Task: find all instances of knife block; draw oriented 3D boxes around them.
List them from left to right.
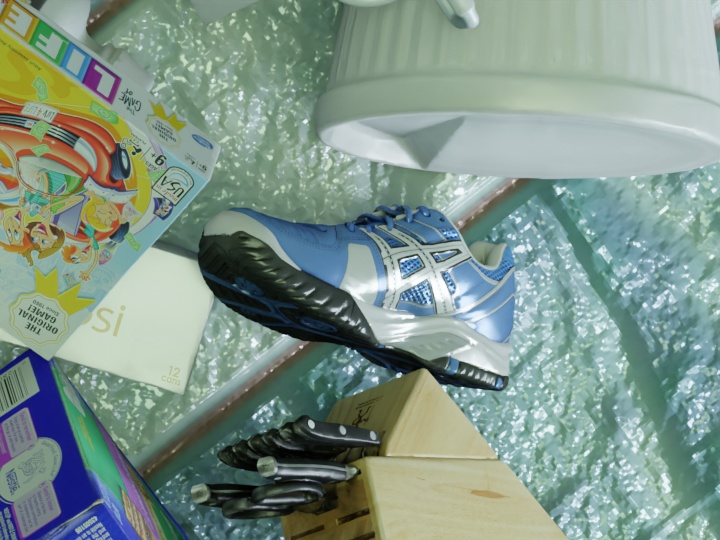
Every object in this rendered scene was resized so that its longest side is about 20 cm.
[{"bbox_3d":[0.010,0.143,1.404,0.064,0.176,0.200,-22,117,38],"label":"knife block"}]

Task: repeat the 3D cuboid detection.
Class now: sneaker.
[{"bbox_3d":[0.000,0.000,1.434,0.199,0.075,0.078,22,79,-43],"label":"sneaker"}]

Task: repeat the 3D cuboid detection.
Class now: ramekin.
[{"bbox_3d":[0.079,-0.104,1.398,0.201,0.202,0.095,3,84,-9],"label":"ramekin"}]

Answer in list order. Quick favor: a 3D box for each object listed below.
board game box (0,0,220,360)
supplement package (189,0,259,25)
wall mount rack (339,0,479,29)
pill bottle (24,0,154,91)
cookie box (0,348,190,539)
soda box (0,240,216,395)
[{"bbox_3d":[-0.183,-0.064,1.335,0.200,0.034,0.134,36,121,-14],"label":"board game box"},{"bbox_3d":[-0.009,-0.220,1.385,0.200,0.109,0.114,-35,99,-22],"label":"supplement package"},{"bbox_3d":[0.045,-0.211,1.280,0.199,0.075,0.174,-35,95,-2],"label":"wall mount rack"},{"bbox_3d":[-0.199,-0.124,1.391,0.200,0.111,0.111,41,88,-10],"label":"pill bottle"},{"bbox_3d":[-0.112,0.159,1.374,0.075,0.171,0.200,-33,118,0],"label":"cookie box"},{"bbox_3d":[-0.173,-0.001,1.431,0.199,0.064,0.069,17,92,-9],"label":"soda box"}]
